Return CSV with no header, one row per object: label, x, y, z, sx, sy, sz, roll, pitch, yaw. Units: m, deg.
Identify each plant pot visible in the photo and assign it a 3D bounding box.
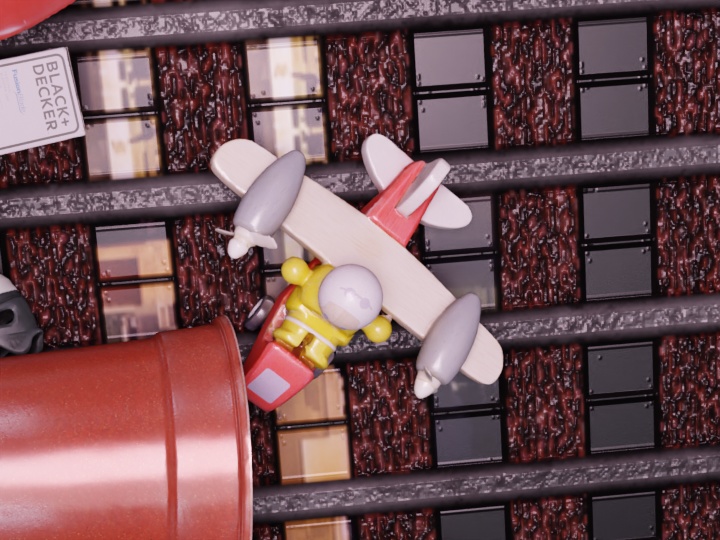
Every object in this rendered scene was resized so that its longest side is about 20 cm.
plant pot,-0.185,0.134,0.868,0.194,0.201,0.202,-1,102,-15

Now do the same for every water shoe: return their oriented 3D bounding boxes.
water shoe,-0.321,0.086,0.922,0.200,0.071,0.079,-40,82,3

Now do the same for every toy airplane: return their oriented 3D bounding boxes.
toy airplane,0.000,0.000,0.902,0.198,0.141,0.201,-5,101,-3

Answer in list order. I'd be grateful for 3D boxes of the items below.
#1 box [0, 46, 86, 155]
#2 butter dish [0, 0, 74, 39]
box,-0.294,-0.097,0.840,0.199,0.116,0.061,-18,104,-25
butter dish,-0.255,-0.249,0.837,0.200,0.148,0.199,54,53,-10
